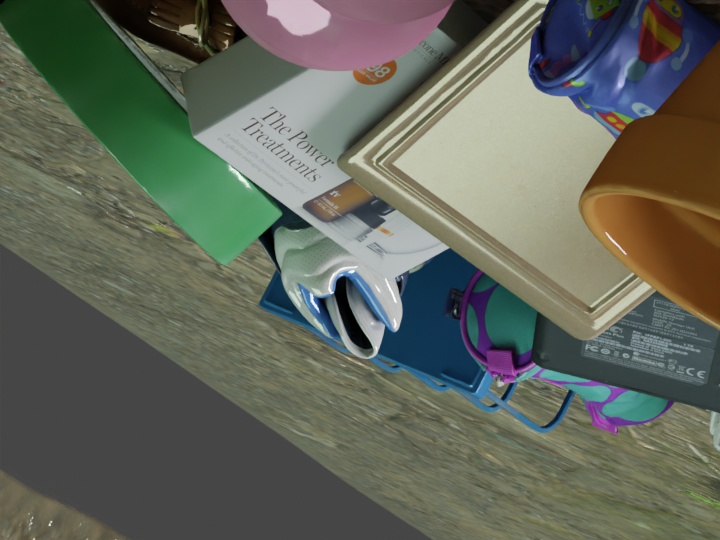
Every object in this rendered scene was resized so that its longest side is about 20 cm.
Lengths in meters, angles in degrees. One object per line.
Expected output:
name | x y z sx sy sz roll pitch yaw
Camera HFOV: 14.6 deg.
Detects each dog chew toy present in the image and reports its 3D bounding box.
dog chew toy | 0.006 -0.164 1.284 0.124 0.125 0.200 31 161 -14

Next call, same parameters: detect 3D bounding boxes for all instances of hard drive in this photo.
hard drive | 0.176 0.006 1.640 0.139 0.033 0.200 14 146 7

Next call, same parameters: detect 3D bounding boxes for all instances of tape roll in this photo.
tape roll | -0.128 -0.092 1.636 0.200 0.048 0.200 48 -178 -2

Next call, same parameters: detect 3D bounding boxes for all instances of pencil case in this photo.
pencil case | 0.167 -0.075 1.406 0.200 0.078 0.087 35 137 -28
pencil case | 0.139 0.047 1.846 0.085 0.093 0.200 22 179 34

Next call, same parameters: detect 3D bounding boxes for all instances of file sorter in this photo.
file sorter | 0.061 0.014 1.970 0.200 0.139 0.123 21 170 37

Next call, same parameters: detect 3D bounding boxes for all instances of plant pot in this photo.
plant pot | 0.216 -0.044 1.262 0.200 0.140 0.200 27 169 6

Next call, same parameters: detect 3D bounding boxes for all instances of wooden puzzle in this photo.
wooden puzzle | 0.114 -0.061 1.526 0.185 0.037 0.200 35 133 -20

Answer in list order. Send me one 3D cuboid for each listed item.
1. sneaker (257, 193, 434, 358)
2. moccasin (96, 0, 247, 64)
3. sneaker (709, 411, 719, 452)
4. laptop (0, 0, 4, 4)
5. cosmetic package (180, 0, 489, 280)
sneaker | 0.000 0.000 1.766 0.080 0.147 0.200 -13 152 18
moccasin | -0.082 -0.155 1.718 0.201 0.074 0.078 34 160 -11
sneaker | 0.269 0.091 1.912 0.075 0.089 0.200 23 169 22
laptop | -0.178 -0.152 1.869 0.200 0.116 0.187 33 170 -19
cosmetic package | 0.019 -0.083 1.584 0.200 0.151 0.052 35 -149 -47
